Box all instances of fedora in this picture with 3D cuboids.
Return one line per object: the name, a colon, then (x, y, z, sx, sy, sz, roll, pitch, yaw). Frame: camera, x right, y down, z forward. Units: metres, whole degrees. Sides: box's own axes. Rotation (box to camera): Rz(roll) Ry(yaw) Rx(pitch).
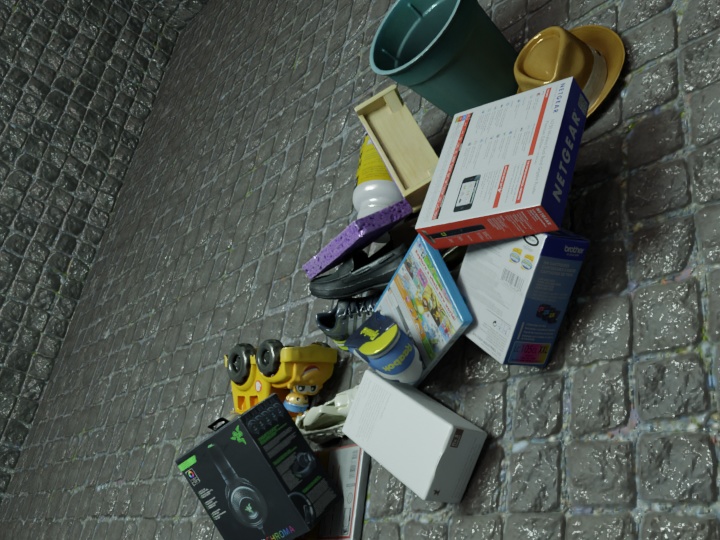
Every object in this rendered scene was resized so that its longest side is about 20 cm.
fedora: (0.286, -0.294, 1.002, 0.200, 0.082, 0.201, -34, 42, 37)

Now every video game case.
video game case: (0.081, 0.062, 0.959, 0.144, 0.018, 0.200, 67, 151, 28)
video game case: (-0.063, 0.350, 1.057, 0.200, 0.017, 0.144, -24, 48, 44)

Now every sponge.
sponge: (-0.008, -0.049, 1.092, 0.111, 0.030, 0.200, -28, -5, -34)

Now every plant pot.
plant pot: (0.154, -0.354, 1.123, 0.200, 0.196, 0.201, -33, 42, 35)

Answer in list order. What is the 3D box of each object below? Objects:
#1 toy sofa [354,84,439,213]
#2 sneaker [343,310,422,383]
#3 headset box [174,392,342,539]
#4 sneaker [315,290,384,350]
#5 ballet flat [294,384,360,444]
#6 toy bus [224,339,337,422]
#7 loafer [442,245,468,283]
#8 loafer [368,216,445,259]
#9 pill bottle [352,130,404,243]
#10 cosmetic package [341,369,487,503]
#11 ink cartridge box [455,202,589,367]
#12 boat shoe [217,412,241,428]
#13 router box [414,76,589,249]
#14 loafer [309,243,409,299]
toy sofa: (0.075, -0.197, 1.132, 0.083, 0.098, 0.201, -30, 68, 6)
sneaker: (0.033, 0.111, 0.960, 0.074, 0.082, 0.200, -46, 11, -2)
headset box: (-0.158, 0.305, 1.018, 0.174, 0.093, 0.200, -36, 84, 32)
sneaker: (0.005, 0.071, 1.116, 0.200, 0.081, 0.074, -33, 42, 36)
ballet flat: (-0.031, 0.224, 1.066, 0.200, 0.072, 0.072, -34, 41, 34)
toy bus: (-0.139, 0.218, 1.171, 0.200, 0.135, 0.193, -15, 71, 46)
loafer: (0.189, -0.037, 0.956, 0.200, 0.068, 0.076, -46, 36, 23)
loafer: (0.081, -0.044, 1.108, 0.200, 0.071, 0.073, -47, 35, 21)
pill bottle: (0.045, -0.154, 1.204, 0.111, 0.111, 0.201, -23, 48, 44)
cosmetic package: (0.066, 0.217, 0.914, 0.200, 0.074, 0.102, 26, 95, 53)
ink cartridge box: (0.196, 0.001, 0.854, 0.136, 0.076, 0.201, 40, 121, 56)
boat shoe: (-0.191, 0.339, 1.134, 0.072, 0.076, 0.201, 4, 107, 37)
router box: (0.175, -0.130, 0.846, 0.179, 0.049, 0.201, -7, 52, 44)
loafer: (0.000, 0.000, 1.087, 0.200, 0.071, 0.068, -12, 16, 32)
